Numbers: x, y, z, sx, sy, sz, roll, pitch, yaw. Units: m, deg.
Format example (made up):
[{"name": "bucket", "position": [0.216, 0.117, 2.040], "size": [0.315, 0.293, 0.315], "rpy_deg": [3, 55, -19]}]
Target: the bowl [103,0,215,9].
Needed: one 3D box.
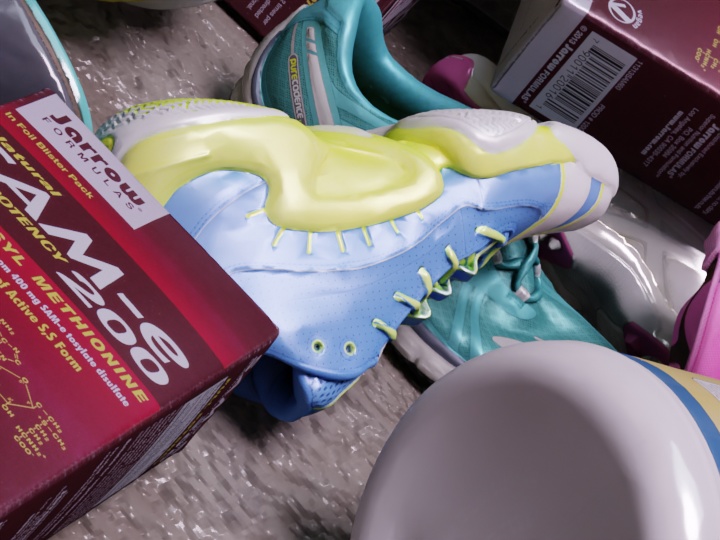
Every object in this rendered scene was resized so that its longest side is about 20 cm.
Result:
[{"name": "bowl", "position": [-0.075, -0.163, 0.994], "size": [0.108, 0.199, 0.201], "rpy_deg": [77, -4, -48]}]

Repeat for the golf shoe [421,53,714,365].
[{"name": "golf shoe", "position": [0.105, -0.014, 1.063], "size": [0.091, 0.075, 0.200], "rpy_deg": [-38, 87, -24]}]

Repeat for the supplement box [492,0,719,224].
[{"name": "supplement box", "position": [0.159, -0.070, 1.029], "size": [0.199, 0.061, 0.109], "rpy_deg": [30, 48, -10]}]

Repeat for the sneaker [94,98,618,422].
[{"name": "sneaker", "position": [0.000, 0.000, 0.907], "size": [0.199, 0.076, 0.106], "rpy_deg": [1, 80, -25]}]

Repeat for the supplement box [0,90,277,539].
[{"name": "supplement box", "position": [-0.115, 0.024, 0.739], "size": [0.109, 0.061, 0.200], "rpy_deg": [46, 26, 6]}]

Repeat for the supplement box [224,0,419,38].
[{"name": "supplement box", "position": [-0.056, -0.176, 1.116], "size": [0.200, 0.061, 0.109], "rpy_deg": [43, 27, 1]}]

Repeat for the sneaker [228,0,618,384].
[{"name": "sneaker", "position": [0.033, -0.019, 0.995], "size": [0.200, 0.080, 0.077], "rpy_deg": [48, 27, 6]}]

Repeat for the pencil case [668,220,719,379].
[{"name": "pencil case", "position": [0.208, 0.036, 0.947], "size": [0.199, 0.094, 0.091], "rpy_deg": [12, 41, 16]}]

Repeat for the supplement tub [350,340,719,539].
[{"name": "supplement tub", "position": [0.109, 0.108, 0.846], "size": [0.199, 0.145, 0.145], "rpy_deg": [16, 38, -43]}]

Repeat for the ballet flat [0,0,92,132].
[{"name": "ballet flat", "position": [-0.163, -0.103, 0.873], "size": [0.073, 0.073, 0.200], "rpy_deg": [-6, 59, -56]}]

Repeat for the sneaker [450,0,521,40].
[{"name": "sneaker", "position": [0.061, -0.181, 1.259], "size": [0.202, 0.077, 0.146], "rpy_deg": [40, 30, -9]}]
